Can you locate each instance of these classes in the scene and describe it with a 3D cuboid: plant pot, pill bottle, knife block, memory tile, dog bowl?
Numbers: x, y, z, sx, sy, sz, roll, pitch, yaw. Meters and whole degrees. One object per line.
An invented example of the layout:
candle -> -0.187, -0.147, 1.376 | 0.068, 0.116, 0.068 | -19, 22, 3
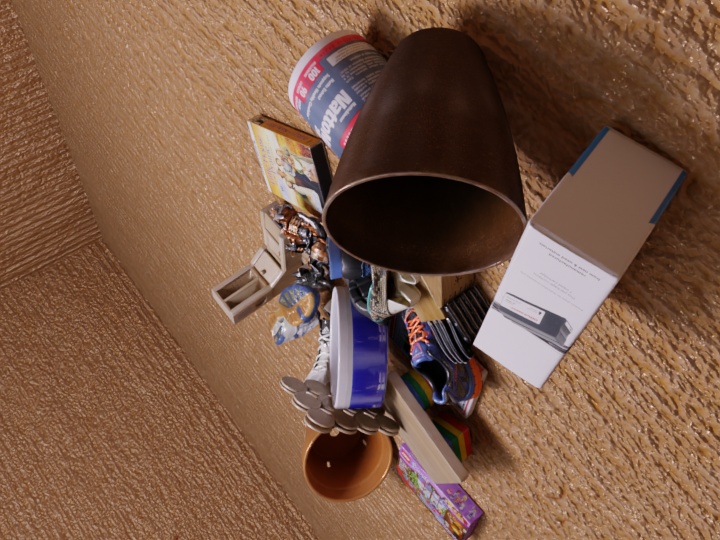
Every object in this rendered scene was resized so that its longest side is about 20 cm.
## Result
plant pot -> 0.067, -0.125, 0.657 | 0.187, 0.185, 0.202 | 119, 160, -63
pill bottle -> 0.017, -0.174, 0.803 | 0.200, 0.119, 0.120 | 49, 155, 18
plant pot -> -0.044, 0.389, 1.516 | 0.201, 0.199, 0.140 | 67, 170, -20
knife block -> 0.102, 0.028, 0.944 | 0.200, 0.064, 0.177 | 39, 149, 36
memory tile -> -0.035, 0.235, 1.170 | 0.153, 0.199, 0.017 | 38, 107, 48
dog bowl -> -0.006, 0.128, 1.130 | 0.200, 0.078, 0.202 | -179, 90, -83

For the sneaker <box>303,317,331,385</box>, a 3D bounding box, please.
sneaker -> -0.073, 0.158, 1.296 | 0.075, 0.201, 0.116 | -6, 112, 27

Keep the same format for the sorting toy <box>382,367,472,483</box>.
sorting toy -> 0.113, 0.257, 1.158 | 0.201, 0.069, 0.199 | 54, 165, 10

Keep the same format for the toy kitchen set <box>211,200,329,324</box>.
toy kitchen set -> -0.178, 0.016, 1.320 | 0.163, 0.180, 0.200 | 47, 158, 20

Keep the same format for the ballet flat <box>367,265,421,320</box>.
ballet flat -> 0.045, 0.005, 0.881 | 0.075, 0.068, 0.201 | 25, 140, 26

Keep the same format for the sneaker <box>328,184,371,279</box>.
sneaker -> -0.009, -0.059, 1.009 | 0.201, 0.077, 0.071 | -94, 3, -47

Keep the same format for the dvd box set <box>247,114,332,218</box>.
dvd box set -> -0.115, -0.175, 1.160 | 0.200, 0.029, 0.147 | 32, 145, 44

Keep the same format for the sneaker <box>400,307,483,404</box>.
sneaker -> 0.103, 0.105, 0.990 | 0.201, 0.078, 0.075 | 59, 139, 12

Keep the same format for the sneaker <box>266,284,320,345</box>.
sneaker -> -0.112, 0.076, 1.317 | 0.200, 0.088, 0.076 | -44, 63, 53

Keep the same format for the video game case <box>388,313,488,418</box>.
video game case -> 0.117, 0.131, 1.093 | 0.200, 0.017, 0.144 | 45, 153, 26

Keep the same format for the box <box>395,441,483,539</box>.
box -> 0.152, 0.441, 1.363 | 0.200, 0.039, 0.137 | 45, 152, 28

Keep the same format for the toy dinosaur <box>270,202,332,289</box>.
toy dinosaur -> -0.068, -0.033, 1.140 | 0.200, 0.102, 0.136 | 52, 158, 19

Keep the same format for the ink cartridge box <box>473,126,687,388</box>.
ink cartridge box -> 0.192, -0.004, 0.623 | 0.084, 0.145, 0.201 | 34, 150, 16

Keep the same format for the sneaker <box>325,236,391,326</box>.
sneaker -> 0.000, 0.000, 1.056 | 0.079, 0.075, 0.201 | 56, -166, -54

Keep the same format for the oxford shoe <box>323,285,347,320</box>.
oxford shoe -> -0.019, 0.129, 1.279 | 0.070, 0.075, 0.201 | 16, 133, 54
